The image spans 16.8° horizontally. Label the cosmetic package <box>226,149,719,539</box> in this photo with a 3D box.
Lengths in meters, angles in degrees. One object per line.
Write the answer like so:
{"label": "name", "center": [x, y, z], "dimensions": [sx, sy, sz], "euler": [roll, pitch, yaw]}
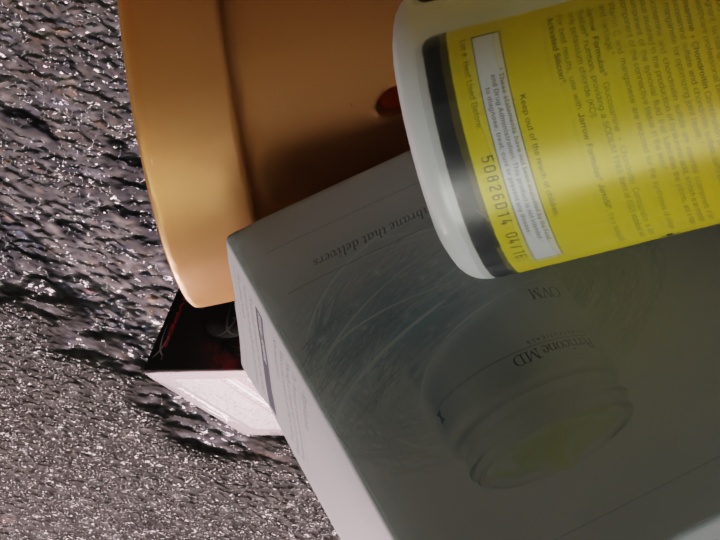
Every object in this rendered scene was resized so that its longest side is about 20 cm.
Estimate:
{"label": "cosmetic package", "center": [0.079, 0.049, 0.977], "dimensions": [0.198, 0.201, 0.123], "euler": [-25, 154, -12]}

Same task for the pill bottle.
{"label": "pill bottle", "center": [0.119, -0.072, 0.884], "dimensions": [0.199, 0.113, 0.112], "euler": [-14, 143, 12]}

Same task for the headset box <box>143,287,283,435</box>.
{"label": "headset box", "center": [0.000, 0.000, 1.183], "dimensions": [0.077, 0.150, 0.199], "euler": [33, 160, -30]}

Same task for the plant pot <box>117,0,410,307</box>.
{"label": "plant pot", "center": [-0.019, -0.093, 1.056], "dimensions": [0.139, 0.201, 0.200], "euler": [-8, 147, 5]}
